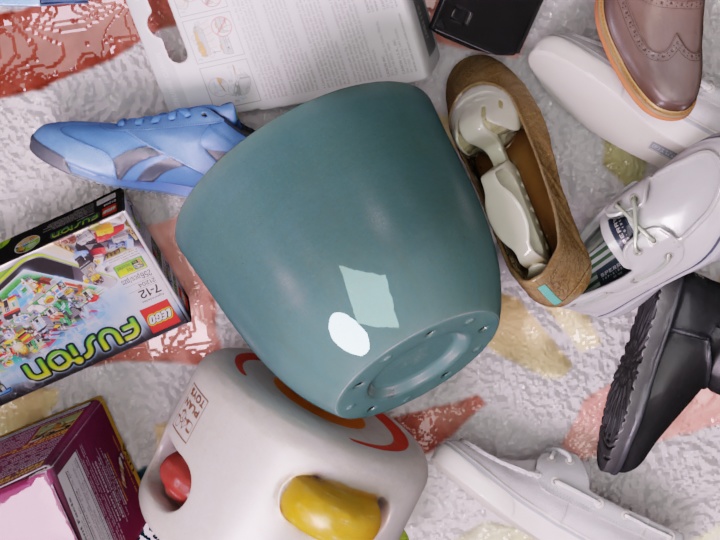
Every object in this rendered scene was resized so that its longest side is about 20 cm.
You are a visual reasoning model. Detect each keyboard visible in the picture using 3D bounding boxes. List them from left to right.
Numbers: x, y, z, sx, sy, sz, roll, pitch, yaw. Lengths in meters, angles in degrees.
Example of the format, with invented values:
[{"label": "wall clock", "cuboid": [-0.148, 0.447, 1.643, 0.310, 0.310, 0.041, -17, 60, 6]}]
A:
[{"label": "keyboard", "cuboid": [0.094, -0.253, 1.167, 0.127, 0.021, 0.200, 18, 99, -30]}]

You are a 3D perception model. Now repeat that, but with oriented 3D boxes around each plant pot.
[{"label": "plant pot", "cuboid": [0.000, 0.000, 1.140, 0.200, 0.201, 0.161, -33, 68, 7]}]

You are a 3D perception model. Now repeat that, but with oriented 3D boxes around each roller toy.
[{"label": "roller toy", "cuboid": [-0.052, 0.141, 1.199, 0.182, 0.200, 0.140, 29, 100, 16]}]

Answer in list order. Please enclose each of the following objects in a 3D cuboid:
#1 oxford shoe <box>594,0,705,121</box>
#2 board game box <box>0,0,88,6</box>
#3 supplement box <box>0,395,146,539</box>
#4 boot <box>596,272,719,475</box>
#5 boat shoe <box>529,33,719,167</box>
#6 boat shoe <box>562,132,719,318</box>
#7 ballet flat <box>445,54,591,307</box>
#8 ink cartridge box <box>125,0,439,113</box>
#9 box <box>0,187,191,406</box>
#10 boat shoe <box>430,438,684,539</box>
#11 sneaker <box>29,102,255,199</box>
[{"label": "oxford shoe", "cuboid": [0.201, -0.201, 1.149, 0.071, 0.073, 0.200, -3, 79, -19]}, {"label": "board game box", "cuboid": [-0.215, -0.280, 1.152, 0.036, 0.151, 0.201, 0, 99, 3]}, {"label": "supplement box", "cuboid": [-0.235, 0.177, 1.205, 0.131, 0.200, 0.103, -22, 98, 6]}, {"label": "boot", "cuboid": [0.289, 0.096, 1.248, 0.200, 0.066, 0.165, 16, 101, -5]}, {"label": "boat shoe", "cuboid": [0.217, -0.120, 1.206, 0.200, 0.072, 0.069, 28, 72, 5]}, {"label": "boat shoe", "cuboid": [0.196, -0.022, 1.170, 0.067, 0.200, 0.074, -3, 57, -32]}, {"label": "ballet flat", "cuboid": [0.099, -0.068, 1.178, 0.068, 0.072, 0.200, -26, 71, 25]}, {"label": "ink cartridge box", "cuboid": [-0.061, -0.198, 1.202, 0.200, 0.057, 0.163, -7, 118, 23]}, {"label": "box", "cuboid": [-0.236, 0.028, 1.242, 0.200, 0.035, 0.110, -24, 123, 6]}, {"label": "boat shoe", "cuboid": [0.148, 0.169, 1.261, 0.200, 0.072, 0.069, 31, 83, 0]}, {"label": "sneaker", "cuboid": [-0.133, -0.092, 1.221, 0.200, 0.066, 0.079, 11, 107, -5]}]
